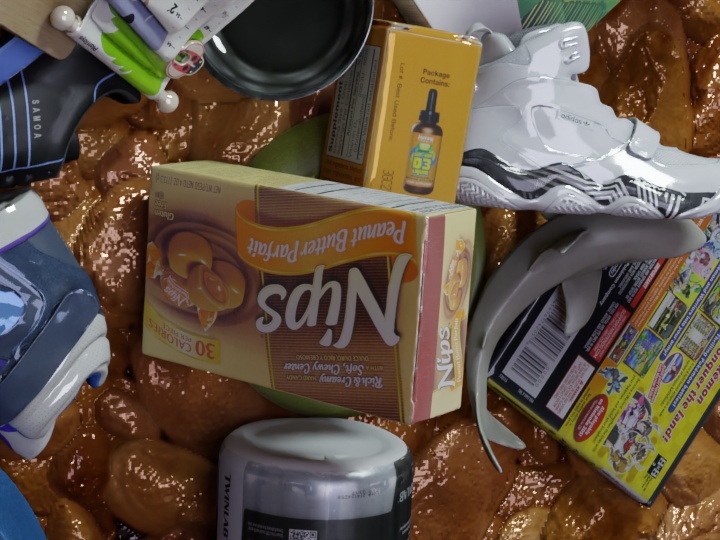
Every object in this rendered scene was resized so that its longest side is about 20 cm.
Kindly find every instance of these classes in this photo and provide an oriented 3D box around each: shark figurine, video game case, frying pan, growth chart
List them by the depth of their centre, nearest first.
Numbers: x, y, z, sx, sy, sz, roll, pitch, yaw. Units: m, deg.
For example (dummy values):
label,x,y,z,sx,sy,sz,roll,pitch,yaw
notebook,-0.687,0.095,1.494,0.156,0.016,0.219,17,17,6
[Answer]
label,x,y,z,sx,sy,sz,roll,pitch,yaw
growth chart,-0.075,-0.175,0.957,0.200,0.018,0.144,-41,151,13
frying pan,-0.060,-0.192,1.053,0.114,0.031,0.192,-19,87,5
shark figurine,0.116,0.013,1.143,0.128,0.089,0.215,42,81,-2
video game case,0.192,0.036,1.241,0.180,0.025,0.201,37,82,-28

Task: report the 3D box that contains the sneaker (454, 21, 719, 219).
label,x,y,z,sx,sy,sz,roll,pitch,yaw
sneaker,0.148,-0.093,1.105,0.198,0.075,0.116,3,95,-10

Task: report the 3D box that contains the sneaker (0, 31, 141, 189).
label,x,y,z,sx,sy,sz,roll,pitch,yaw
sneaker,-0.210,-0.068,0.989,0.200,0.070,0.078,-42,109,-14

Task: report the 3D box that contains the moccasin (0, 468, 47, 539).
label,x,y,z,sx,sy,sz,roll,pitch,yaw
moccasin,-0.228,0.151,1.021,0.068,0.081,0.201,-18,127,4

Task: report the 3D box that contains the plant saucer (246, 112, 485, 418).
label,x,y,z,sx,sy,sz,roll,pitch,yaw
plant saucer,0.000,0.000,1.133,0.198,0.031,0.202,-6,104,-25

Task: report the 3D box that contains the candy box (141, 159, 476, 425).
label,x,y,z,sx,sy,sz,roll,pitch,yaw
candy box,-0.034,0.008,1.022,0.055,0.199,0.117,-13,110,-54

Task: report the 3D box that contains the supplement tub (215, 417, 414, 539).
label,x,y,z,sx,sy,sz,roll,pitch,yaw
supplement tub,-0.031,0.201,1.108,0.122,0.122,0.202,-2,102,-26

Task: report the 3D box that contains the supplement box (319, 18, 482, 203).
label,x,y,z,sx,sy,sz,roll,pitch,yaw
supplement box,0.015,-0.048,1.077,0.066,0.069,0.202,6,99,-28

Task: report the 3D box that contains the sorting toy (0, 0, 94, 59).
label,x,y,z,sx,sy,sz,roll,pitch,yaw
sorting toy,-0.183,-0.238,0.895,0.200,0.069,0.200,-63,151,-2

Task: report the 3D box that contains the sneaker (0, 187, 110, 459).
label,x,y,z,sx,sy,sz,roll,pitch,yaw
sneaker,-0.234,0.058,0.998,0.199,0.080,0.147,-30,111,-21

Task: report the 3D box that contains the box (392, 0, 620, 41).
label,x,y,z,sx,sy,sz,roll,pitch,yaw
box,0.075,-0.216,1.121,0.144,0.036,0.200,-43,118,-12
